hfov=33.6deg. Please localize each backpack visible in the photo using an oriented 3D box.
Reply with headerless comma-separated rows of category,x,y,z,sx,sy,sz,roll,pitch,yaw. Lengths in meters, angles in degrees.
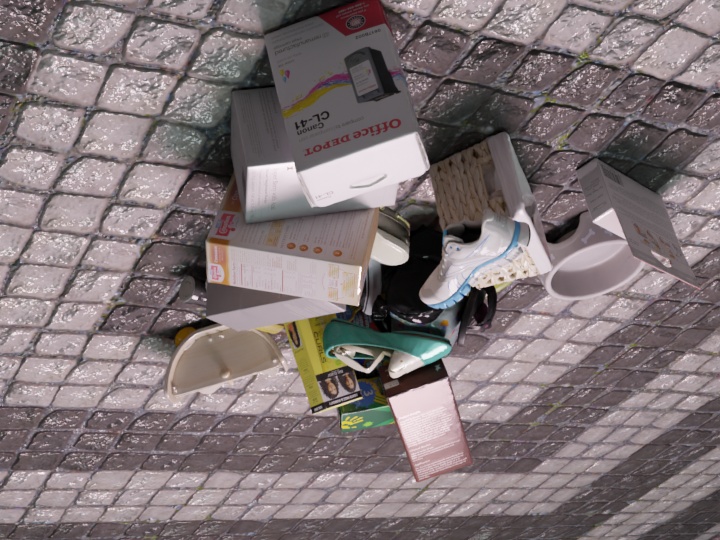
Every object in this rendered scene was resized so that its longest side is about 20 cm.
backpack,0.098,0.050,1.819,0.125,0.168,0.201,27,157,14

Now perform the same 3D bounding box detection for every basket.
basket,0.186,-0.079,1.702,0.122,0.137,0.200,-17,149,13

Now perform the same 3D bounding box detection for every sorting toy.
sorting toy,-0.212,0.157,1.957,0.197,0.108,0.180,-16,157,1

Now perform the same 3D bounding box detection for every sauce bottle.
sauce bottle,-0.185,0.049,1.815,0.064,0.065,0.199,-35,143,31

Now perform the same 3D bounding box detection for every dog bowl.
dog bowl,0.378,-0.021,1.950,0.197,0.059,0.201,-11,150,-7

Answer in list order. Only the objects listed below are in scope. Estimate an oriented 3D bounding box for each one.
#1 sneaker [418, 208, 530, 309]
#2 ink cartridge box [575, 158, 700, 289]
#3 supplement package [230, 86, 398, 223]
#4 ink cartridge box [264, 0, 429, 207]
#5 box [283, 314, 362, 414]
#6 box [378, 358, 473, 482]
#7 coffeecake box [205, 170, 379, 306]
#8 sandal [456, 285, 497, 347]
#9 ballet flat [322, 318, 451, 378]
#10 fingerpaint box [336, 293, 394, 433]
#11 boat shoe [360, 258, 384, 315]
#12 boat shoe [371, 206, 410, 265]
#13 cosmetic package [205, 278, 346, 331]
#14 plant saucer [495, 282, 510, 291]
sneaker,0.133,-0.023,1.600,0.086,0.076,0.200,29,133,-23
ink cartridge box,0.415,-0.059,1.786,0.045,0.178,0.199,-34,144,31
supplement package,-0.056,-0.150,1.488,0.197,0.121,0.122,-8,149,-12
ink cartridge box,-0.016,-0.193,1.356,0.146,0.202,0.086,-18,150,6
box,-0.065,0.111,1.820,0.074,0.203,0.050,-12,170,-33
box,0.101,0.223,1.828,0.099,0.075,0.202,-18,130,0
coffeecake box,-0.084,-0.046,1.534,0.197,0.155,0.074,9,133,5
sandal,0.186,0.047,1.802,0.047,0.201,0.076,16,125,11
ballet flat,0.035,0.122,1.761,0.197,0.071,0.068,9,156,17
fingerpaint box,0.029,0.142,1.925,0.164,0.202,0.074,-9,149,-8
boat shoe,0.000,0.000,1.825,0.070,0.073,0.201,5,146,4
boat shoe,-0.008,-0.081,1.646,0.201,0.061,0.072,34,142,-29
cosmetic package,-0.121,0.015,1.698,0.198,0.108,0.090,-11,156,34
plant saucer,0.183,-0.001,1.926,0.197,0.031,0.201,-11,150,-6
